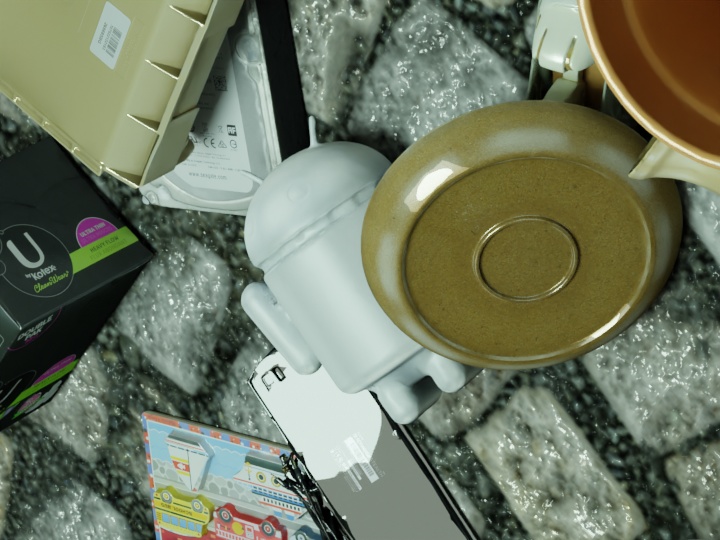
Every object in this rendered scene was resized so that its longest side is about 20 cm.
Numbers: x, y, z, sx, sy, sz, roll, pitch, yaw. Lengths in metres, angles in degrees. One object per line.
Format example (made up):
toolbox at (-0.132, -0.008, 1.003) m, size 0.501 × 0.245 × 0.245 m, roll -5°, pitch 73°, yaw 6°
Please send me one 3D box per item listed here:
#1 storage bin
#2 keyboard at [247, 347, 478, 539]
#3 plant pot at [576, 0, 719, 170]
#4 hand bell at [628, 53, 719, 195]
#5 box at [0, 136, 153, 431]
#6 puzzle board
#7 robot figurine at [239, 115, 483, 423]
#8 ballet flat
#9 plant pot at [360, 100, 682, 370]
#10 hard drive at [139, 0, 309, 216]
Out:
storage bin at (-0.163, -0.192, 1.662) m, size 0.198 × 0.094 × 0.201 m, roll 40°, pitch 129°, yaw 16°
keyboard at (-0.007, 0.137, 1.802) m, size 0.104 × 0.040 × 0.201 m, roll -33°, pitch 89°, yaw 13°
plant pot at (0.233, -0.165, 1.368) m, size 0.199 × 0.140 × 0.201 m, roll 13°, pitch 114°, yaw 30°
hand bell at (0.265, -0.039, 1.474) m, size 0.200 × 0.104 × 0.104 m, roll 36°, pitch 132°, yaw 1°
box at (-0.274, 0.027, 1.877) m, size 0.124 × 0.148 × 0.200 m, roll 47°, pitch 133°, yaw 10°
puzzle board at (-0.080, 0.193, 1.900) m, size 0.199 × 0.017 × 0.152 m, roll 12°, pitch 119°, yaw 33°
robot figurine at (0.000, 0.000, 1.667) m, size 0.169 × 0.113 × 0.201 m, roll -34°, pitch 89°, yaw 20°
ballet flat at (0.129, -0.117, 1.538) m, size 0.067 × 0.064 × 0.201 m, roll 23°, pitch 125°, yaw 28°
plant pot at (0.100, -0.013, 1.557) m, size 0.199 × 0.028 × 0.201 m, roll -2°, pitch 126°, yaw -3°
hard drive at (-0.106, -0.136, 1.734) m, size 0.139 × 0.038 × 0.201 m, roll 8°, pitch 116°, yaw 35°
